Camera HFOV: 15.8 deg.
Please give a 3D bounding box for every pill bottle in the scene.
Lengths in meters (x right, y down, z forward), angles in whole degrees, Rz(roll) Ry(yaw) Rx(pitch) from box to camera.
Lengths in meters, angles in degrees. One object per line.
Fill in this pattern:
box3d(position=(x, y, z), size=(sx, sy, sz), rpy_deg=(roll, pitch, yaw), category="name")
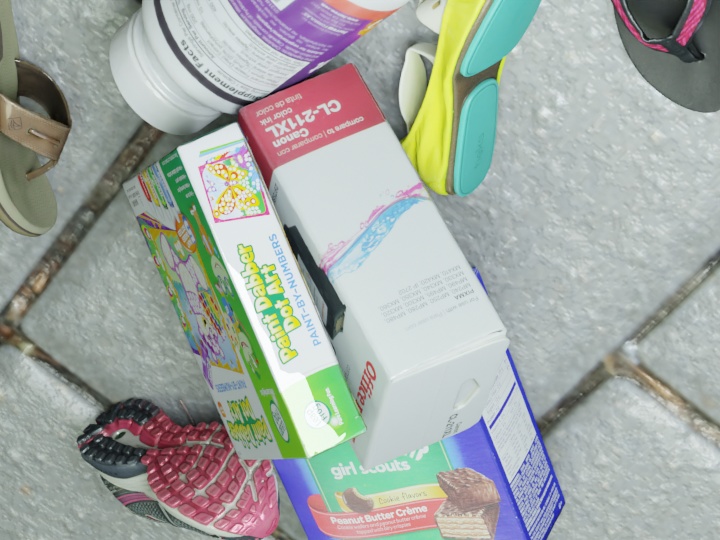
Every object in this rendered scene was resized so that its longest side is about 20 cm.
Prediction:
box3d(position=(-0.061, -0.163, 1.560), size=(0.111, 0.112, 0.200), rpy_deg=(46, 130, -13), category="pill bottle")

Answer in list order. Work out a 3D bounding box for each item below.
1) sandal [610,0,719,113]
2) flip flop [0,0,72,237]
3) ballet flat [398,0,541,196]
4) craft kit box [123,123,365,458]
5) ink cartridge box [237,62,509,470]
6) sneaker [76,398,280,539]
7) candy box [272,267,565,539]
box3d(position=(0.171, -0.174, 1.490), size=(0.075, 0.045, 0.201), rpy_deg=(-1, 124, 25), category="sandal")
box3d(position=(-0.221, -0.110, 1.707), size=(0.057, 0.081, 0.201), rpy_deg=(-1, 120, 7), category="flip flop")
box3d(position=(0.060, -0.132, 1.566), size=(0.067, 0.067, 0.201), rpy_deg=(37, 137, 23), category="ballet flat")
box3d(position=(-0.075, 0.019, 1.595), size=(0.198, 0.048, 0.200), rpy_deg=(64, 165, -2), category="craft kit box")
box3d(position=(0.000, 0.000, 1.582), size=(0.201, 0.082, 0.146), rpy_deg=(61, 162, 21), category="ink cartridge box")
box3d(position=(-0.117, 0.149, 1.825), size=(0.200, 0.081, 0.075), rpy_deg=(21, 146, 52), category="sneaker")
box3d(position=(0.025, 0.106, 1.748), size=(0.168, 0.077, 0.201), rpy_deg=(-7, 120, 28), category="candy box")
